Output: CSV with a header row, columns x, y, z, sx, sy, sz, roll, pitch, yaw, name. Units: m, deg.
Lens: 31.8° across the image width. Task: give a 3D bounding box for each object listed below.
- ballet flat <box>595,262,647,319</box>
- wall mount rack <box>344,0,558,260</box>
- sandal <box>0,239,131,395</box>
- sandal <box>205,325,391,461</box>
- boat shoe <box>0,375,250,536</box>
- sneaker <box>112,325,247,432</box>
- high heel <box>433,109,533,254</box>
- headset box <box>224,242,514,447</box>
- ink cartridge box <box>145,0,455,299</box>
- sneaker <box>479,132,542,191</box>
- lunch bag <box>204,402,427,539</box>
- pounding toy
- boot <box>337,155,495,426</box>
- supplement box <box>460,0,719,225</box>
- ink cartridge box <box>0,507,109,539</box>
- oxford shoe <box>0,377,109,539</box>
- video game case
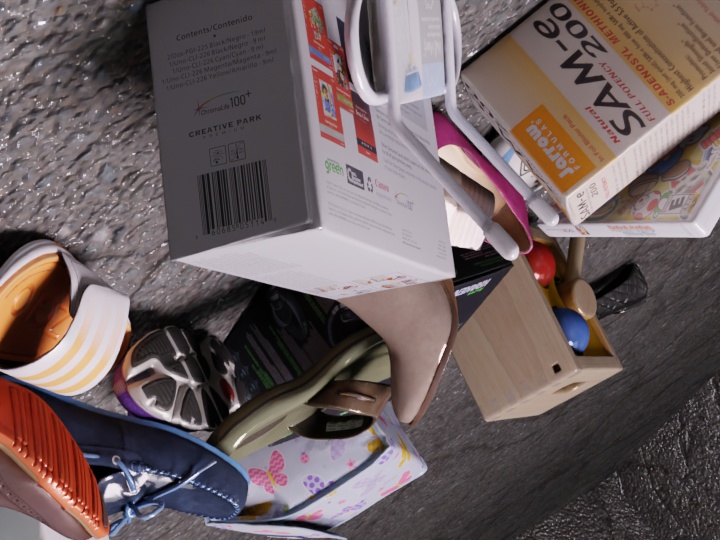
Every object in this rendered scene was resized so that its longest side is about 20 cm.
x,y,z,sx,sy,sz,roll,pitch,yaw,name
0.291,0.041,1.633,0.199,0.057,0.066,-17,180,-34,ballet flat
0.058,-0.101,0.699,0.074,0.175,0.200,-2,-170,21,wall mount rack
-0.168,0.039,0.776,0.079,0.059,0.207,-60,165,-5,sandal
-0.021,0.100,0.921,0.200,0.057,0.080,-30,157,-21,sandal
-0.173,0.138,0.843,0.199,0.069,0.084,18,139,-12,boat shoe
-0.142,0.097,0.934,0.083,0.081,0.200,-28,169,4,sneaker
0.071,-0.061,0.935,0.067,0.096,0.200,-45,159,22,high heel
-0.003,0.041,1.038,0.174,0.093,0.200,-15,151,-45,headset box
-0.027,-0.085,0.689,0.083,0.177,0.200,-11,169,21,ink cartridge box
0.148,-0.098,1.023,0.072,0.073,0.200,-24,158,-37,sneaker
-0.050,0.209,1.288,0.199,0.128,0.170,-32,159,4,lunch bag
0.172,0.027,1.215,0.142,0.185,0.200,-32,163,22,pounding toy
0.000,0.000,0.856,0.070,0.145,0.201,-116,-140,-71,boot
0.189,-0.147,0.901,0.200,0.126,0.074,-39,161,3,supplement box
-0.252,0.226,0.899,0.125,0.201,0.129,-20,161,4,ink cartridge box
-0.226,0.103,0.740,0.072,0.071,0.200,-36,122,6,oxford shoe
0.243,-0.110,0.977,0.201,0.023,0.182,-57,-155,-16,video game case
